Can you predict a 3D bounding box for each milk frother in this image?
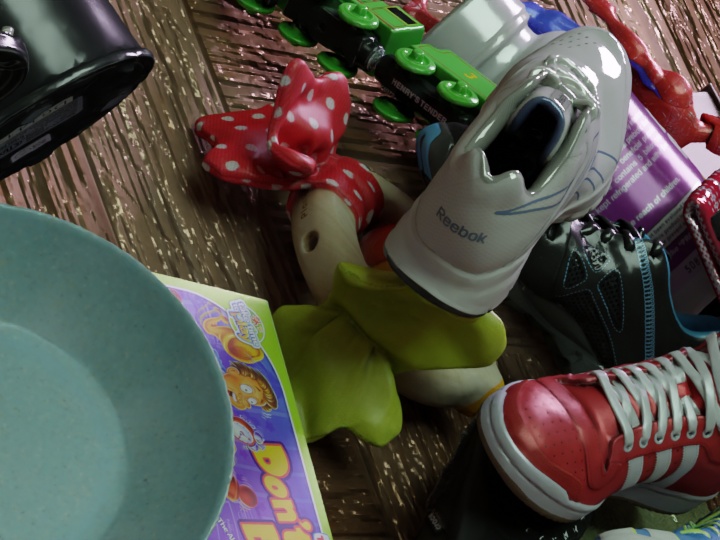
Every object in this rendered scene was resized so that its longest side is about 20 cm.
[{"bbox_3d":[-0.191,-0.132,1.157,0.180,0.200,0.188,-31,85,-26],"label":"milk frother"}]

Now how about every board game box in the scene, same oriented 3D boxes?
[{"bbox_3d":[-0.079,0.095,1.240,0.134,0.045,0.201,14,48,-42],"label":"board game box"}]

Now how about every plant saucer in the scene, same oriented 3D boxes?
[{"bbox_3d":[-0.150,0.065,1.151,0.200,0.039,0.202,8,55,-12],"label":"plant saucer"}]

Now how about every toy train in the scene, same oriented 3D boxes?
[{"bbox_3d":[-0.003,-0.123,1.479,0.200,0.042,0.056,40,30,26],"label":"toy train"}]

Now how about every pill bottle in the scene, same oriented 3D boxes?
[{"bbox_3d":[0.105,-0.054,1.534,0.200,0.112,0.112,49,34,-4],"label":"pill bottle"}]

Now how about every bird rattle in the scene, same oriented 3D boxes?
[{"bbox_3d":[0.000,0.000,1.410,0.163,0.113,0.200,30,25,-46],"label":"bird rattle"}]

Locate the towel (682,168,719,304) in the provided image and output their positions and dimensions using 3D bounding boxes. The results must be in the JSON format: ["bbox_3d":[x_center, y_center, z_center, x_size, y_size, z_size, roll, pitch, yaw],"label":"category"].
[{"bbox_3d":[0.228,0.005,1.523,0.145,0.022,0.200,66,26,-3],"label":"towel"}]

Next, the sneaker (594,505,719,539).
[{"bbox_3d":[0.160,0.150,1.391,0.200,0.076,0.105,32,24,-38],"label":"sneaker"}]

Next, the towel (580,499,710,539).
[{"bbox_3d":[0.140,0.152,1.452,0.148,0.036,0.200,-13,67,-54],"label":"towel"}]

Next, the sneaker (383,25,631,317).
[{"bbox_3d":[0.085,-0.059,1.337,0.074,0.087,0.200,33,42,2],"label":"sneaker"}]

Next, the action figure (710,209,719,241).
[{"bbox_3d":[0.229,-0.008,1.440,0.130,0.069,0.200,60,11,10],"label":"action figure"}]

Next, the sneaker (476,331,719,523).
[{"bbox_3d":[0.142,0.063,1.336,0.200,0.112,0.071,6,56,-56],"label":"sneaker"}]

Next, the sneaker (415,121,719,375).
[{"bbox_3d":[0.103,-0.007,1.429,0.200,0.082,0.073,49,9,-24],"label":"sneaker"}]

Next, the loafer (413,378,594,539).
[{"bbox_3d":[0.050,0.125,1.336,0.073,0.071,0.200,49,38,-15],"label":"loafer"}]

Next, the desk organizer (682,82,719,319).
[{"bbox_3d":[0.196,-0.002,1.630,0.077,0.072,0.201,-4,62,-48],"label":"desk organizer"}]

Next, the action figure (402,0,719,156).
[{"bbox_3d":[0.120,-0.115,1.591,0.200,0.066,0.052,31,41,10],"label":"action figure"}]
